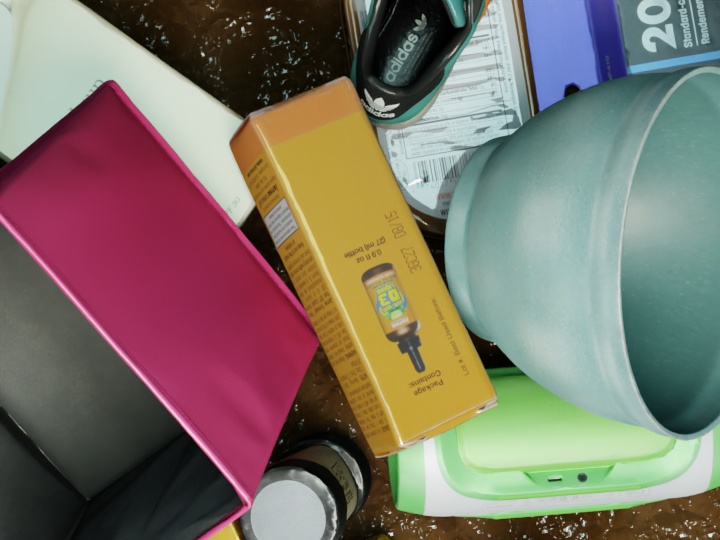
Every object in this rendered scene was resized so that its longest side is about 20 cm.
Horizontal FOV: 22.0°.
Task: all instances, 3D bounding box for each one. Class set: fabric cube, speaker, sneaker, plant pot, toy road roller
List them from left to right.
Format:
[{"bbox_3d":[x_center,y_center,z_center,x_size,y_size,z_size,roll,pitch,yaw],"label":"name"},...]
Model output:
[{"bbox_3d":[-0.166,0.054,0.978,0.200,0.200,0.196,-36,103,21],"label":"fabric cube"},{"bbox_3d":[-0.046,0.199,1.072,0.145,0.123,0.201,-25,91,11],"label":"toy road roller"},{"bbox_3d":[0.053,-0.175,1.058,0.071,0.080,0.201,23,89,-1],"label":"sneaker"},{"bbox_3d":[0.117,0.098,1.097,0.199,0.088,0.089,-4,90,-4],"label":"speaker"},{"bbox_3d":[0.131,-0.014,1.032,0.134,0.200,0.202,6,89,34],"label":"plant pot"}]

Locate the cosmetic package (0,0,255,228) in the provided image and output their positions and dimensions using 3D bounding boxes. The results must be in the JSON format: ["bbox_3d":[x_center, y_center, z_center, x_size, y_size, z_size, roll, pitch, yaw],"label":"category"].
[{"bbox_3d":[-0.150,-0.084,1.087,0.200,0.073,0.104,34,87,-4],"label":"cosmetic package"}]

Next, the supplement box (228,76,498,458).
[{"bbox_3d":[0.000,0.000,1.023,0.066,0.069,0.201,-23,84,-20],"label":"supplement box"}]

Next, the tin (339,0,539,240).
[{"bbox_3d":[0.051,-0.119,1.117,0.111,0.042,0.201,-10,90,-5],"label":"tin"}]

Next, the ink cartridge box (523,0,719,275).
[{"bbox_3d":[0.205,-0.101,1.127,0.199,0.043,0.199,-10,90,-2],"label":"ink cartridge box"}]
